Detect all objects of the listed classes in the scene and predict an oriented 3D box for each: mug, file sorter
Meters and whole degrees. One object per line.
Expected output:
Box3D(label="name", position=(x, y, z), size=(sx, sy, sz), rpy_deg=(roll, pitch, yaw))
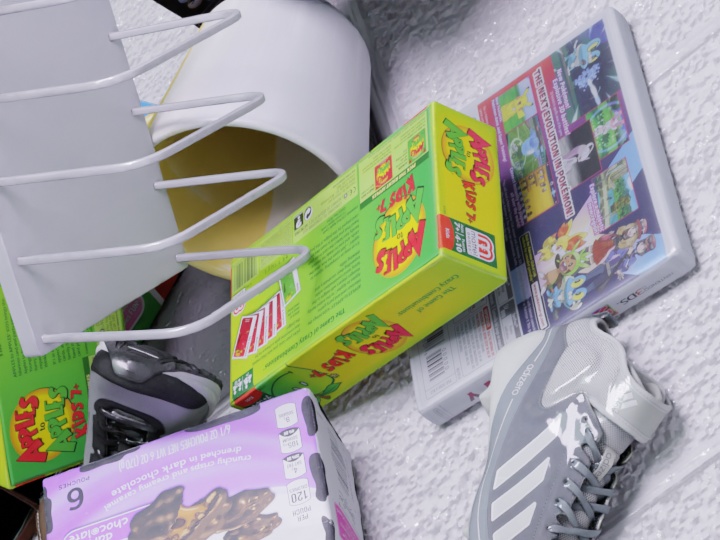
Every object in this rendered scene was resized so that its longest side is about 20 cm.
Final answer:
Box3D(label="mug", position=(-0.076, -0.098, 1.380), size=(0.185, 0.150, 0.154), rpy_deg=(5, 51, 9))
Box3D(label="file sorter", position=(-0.128, -0.074, 1.211), size=(0.124, 0.201, 0.139), rpy_deg=(-5, 18, 36))

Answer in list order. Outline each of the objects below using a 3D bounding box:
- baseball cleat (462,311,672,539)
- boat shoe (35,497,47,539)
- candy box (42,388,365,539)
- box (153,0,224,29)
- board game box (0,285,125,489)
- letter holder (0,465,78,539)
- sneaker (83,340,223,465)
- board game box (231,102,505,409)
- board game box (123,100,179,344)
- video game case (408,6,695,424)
Box3D(label="baseball cleat", position=(0.105, 0.106, 1.104), size=(0.106, 0.070, 0.201), rpy_deg=(-25, 47, 33))
Box3D(label="boat shoe", position=(-0.167, 0.208, 1.314), size=(0.072, 0.072, 0.200), rpy_deg=(-45, 39, 14))
Box3D(label="candy box", position=(-0.079, 0.184, 1.194), size=(0.167, 0.072, 0.201), rpy_deg=(-20, 48, 9))
Box3D(label="box", position=(-0.070, -0.254, 1.453), size=(0.200, 0.198, 0.050), rpy_deg=(-46, 64, 11))
Box3D(label="board game box", position=(-0.204, 0.025, 1.379), size=(0.048, 0.101, 0.201), rpy_deg=(13, 114, 51))
Box3D(label="letter holder", position=(-0.302, 0.096, 1.483), size=(0.101, 0.142, 0.200), rpy_deg=(-56, 38, -3))
Box3D(label="sneaker", position=(-0.128, 0.097, 1.285), size=(0.074, 0.200, 0.080), rpy_deg=(21, 67, 6))
Box3D(label="board game box", position=(0.000, 0.000, 1.260), size=(0.200, 0.047, 0.102), rpy_deg=(-36, 45, 42))
Box3D(label="board game box", position=(-0.178, -0.021, 1.522), size=(0.153, 0.040, 0.201), rpy_deg=(18, 76, 51))
Box3D(label="video game case", position=(0.095, -0.033, 1.256), size=(0.182, 0.023, 0.201), rpy_deg=(-34, 42, 26))
